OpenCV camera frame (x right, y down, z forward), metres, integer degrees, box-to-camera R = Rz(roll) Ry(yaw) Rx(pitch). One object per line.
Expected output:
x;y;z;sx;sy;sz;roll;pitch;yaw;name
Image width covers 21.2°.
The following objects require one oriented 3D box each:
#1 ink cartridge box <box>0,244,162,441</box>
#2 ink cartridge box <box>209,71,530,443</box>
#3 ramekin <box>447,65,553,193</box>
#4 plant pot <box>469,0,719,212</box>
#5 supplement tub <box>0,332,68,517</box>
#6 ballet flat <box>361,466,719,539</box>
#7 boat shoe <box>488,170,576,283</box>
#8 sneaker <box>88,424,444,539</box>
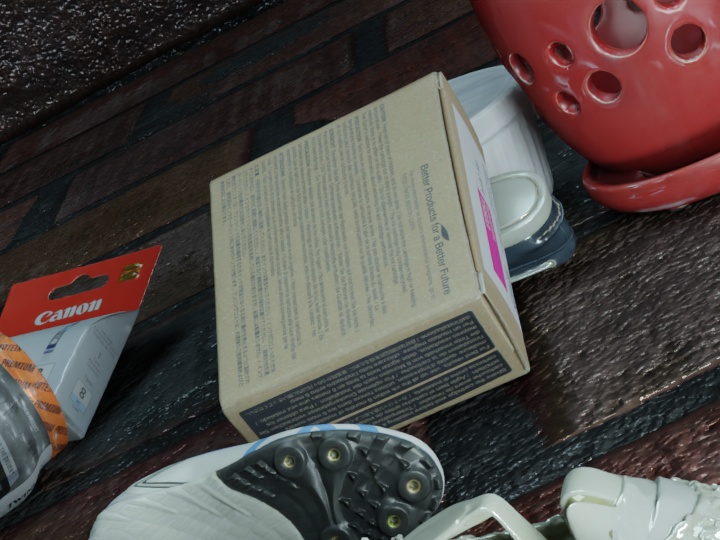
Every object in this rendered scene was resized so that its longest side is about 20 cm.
-0.248;0.052;1.445;0.159;0.047;0.201;-14;39;29;ink cartridge box
0.000;0.000;1.111;0.163;0.075;0.201;-23;40;14;ink cartridge box
0.042;-0.055;1.327;0.201;0.095;0.203;-26;15;7;ramekin
0.187;-0.147;1.201;0.199;0.184;0.201;-25;15;7;plant pot
-0.296;0.131;1.249;0.199;0.123;0.122;-35;16;-27;supplement tub
0.074;0.114;0.748;0.199;0.072;0.072;-20;16;25;ballet flat
0.037;0.000;1.194;0.199;0.062;0.075;-24;39;16;boat shoe
-0.046;0.115;0.960;0.198;0.073;0.072;-17;9;25;sneaker
